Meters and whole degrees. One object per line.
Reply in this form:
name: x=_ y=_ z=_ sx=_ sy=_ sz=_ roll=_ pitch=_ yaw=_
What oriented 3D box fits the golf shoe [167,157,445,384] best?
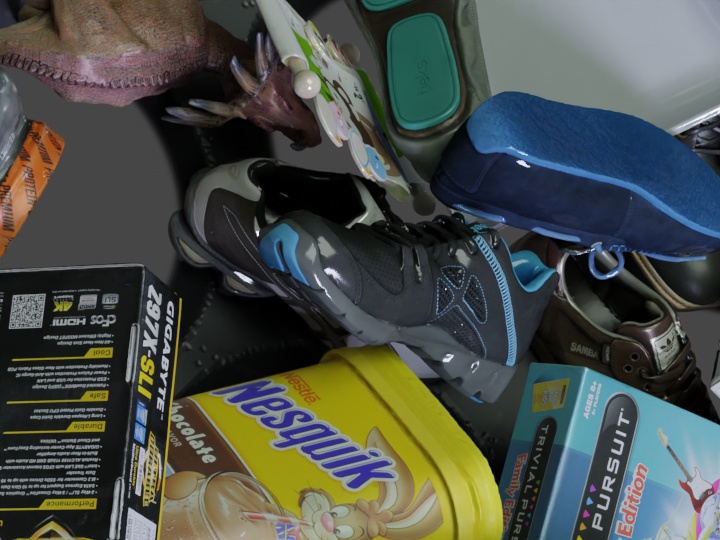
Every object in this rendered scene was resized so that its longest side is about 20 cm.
golf shoe: x=0.000 y=0.000 z=1.293 sx=0.200 sy=0.094 sz=0.078 roll=23 pitch=63 yaw=-20

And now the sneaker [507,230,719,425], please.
sneaker: x=0.154 y=0.059 z=1.361 sx=0.070 sy=0.076 sz=0.200 roll=-40 pitch=93 yaw=-31

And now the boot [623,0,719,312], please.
boot: x=0.197 y=-0.086 z=1.394 sx=0.077 sy=0.138 sz=0.200 roll=-8 pitch=79 yaw=-31

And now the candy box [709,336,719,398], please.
candy box: x=0.272 y=0.045 z=1.380 sx=0.136 sy=0.061 sz=0.200 roll=44 pitch=31 yaw=-12

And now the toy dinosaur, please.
toy dinosaur: x=-0.117 y=-0.111 z=1.243 sx=0.200 sy=0.086 sz=0.136 roll=-11 pitch=55 yaw=-25

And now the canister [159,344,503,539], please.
canister: x=-0.053 y=0.118 z=1.203 sx=0.200 sy=0.087 sz=0.149 roll=-13 pitch=40 yaw=-27

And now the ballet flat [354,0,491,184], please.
ballet flat: x=0.035 y=-0.129 z=1.330 sx=0.064 sy=0.067 sz=0.200 roll=57 pitch=22 yaw=-50

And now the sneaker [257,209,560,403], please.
sneaker: x=0.025 y=-0.001 z=1.228 sx=0.082 sy=0.073 sz=0.200 roll=-55 pitch=142 yaw=6

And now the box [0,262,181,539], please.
box: x=-0.188 y=0.081 z=1.127 sx=0.200 sy=0.049 sz=0.160 roll=-3 pitch=70 yaw=17

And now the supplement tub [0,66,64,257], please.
supplement tub: x=-0.251 y=-0.077 z=1.174 sx=0.200 sy=0.123 sz=0.123 roll=33 pitch=62 yaw=-14

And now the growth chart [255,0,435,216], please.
growth chart: x=-0.015 y=-0.099 z=1.264 sx=0.018 sy=0.200 sz=0.145 roll=-31 pitch=62 yaw=8

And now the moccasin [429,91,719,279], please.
moccasin: x=0.117 y=-0.046 z=1.294 sx=0.200 sy=0.068 sz=0.081 roll=19 pitch=42 yaw=-36

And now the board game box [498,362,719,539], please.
board game box: x=0.157 y=0.151 z=1.302 sx=0.200 sy=0.047 sz=0.151 roll=23 pitch=77 yaw=-35

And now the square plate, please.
square plate: x=0.103 y=-0.147 z=1.368 sx=0.198 sy=0.028 sz=0.200 roll=-28 pitch=82 yaw=13
